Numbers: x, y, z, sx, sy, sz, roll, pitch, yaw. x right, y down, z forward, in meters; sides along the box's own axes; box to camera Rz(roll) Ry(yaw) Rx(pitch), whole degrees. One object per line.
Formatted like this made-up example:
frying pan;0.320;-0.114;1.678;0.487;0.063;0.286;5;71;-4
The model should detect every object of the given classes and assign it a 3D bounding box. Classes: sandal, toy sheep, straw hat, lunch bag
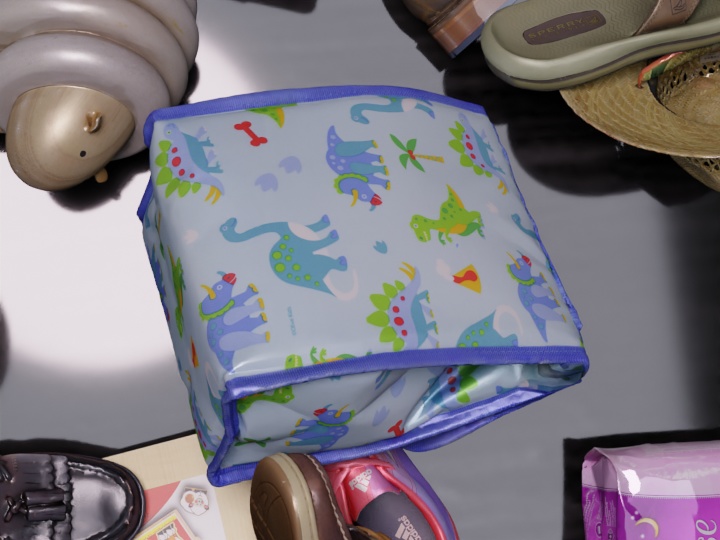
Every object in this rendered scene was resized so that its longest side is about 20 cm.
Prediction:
sandal;0.158;-0.155;0.900;0.200;0.080;0.058;-23;133;-13
toy sheep;-0.149;-0.131;0.890;0.137;0.138;0.201;7;65;-5
straw hat;0.201;-0.094;0.932;0.200;0.202;0.085;-16;132;-5
lunch bag;0.000;0.000;0.870;0.199;0.128;0.171;-11;62;-16

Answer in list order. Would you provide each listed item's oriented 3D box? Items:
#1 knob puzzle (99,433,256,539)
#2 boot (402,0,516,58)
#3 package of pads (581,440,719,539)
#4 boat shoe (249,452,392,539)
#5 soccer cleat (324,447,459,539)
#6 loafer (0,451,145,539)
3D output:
knob puzzle;-0.122;0.202;0.922;0.218;0.030;0.221;0;78;0
boot;0.089;-0.222;0.938;0.097;0.075;0.200;44;87;-6
package of pads;0.227;0.153;0.942;0.199;0.076;0.121;-3;86;-5
boat shoe;-0.002;0.157;0.854;0.072;0.072;0.201;-25;129;-14
soccer cleat;-0.012;0.095;0.920;0.067;0.076;0.200;-36;92;-5
loafer;-0.215;0.131;0.889;0.199;0.063;0.072;-4;77;0
